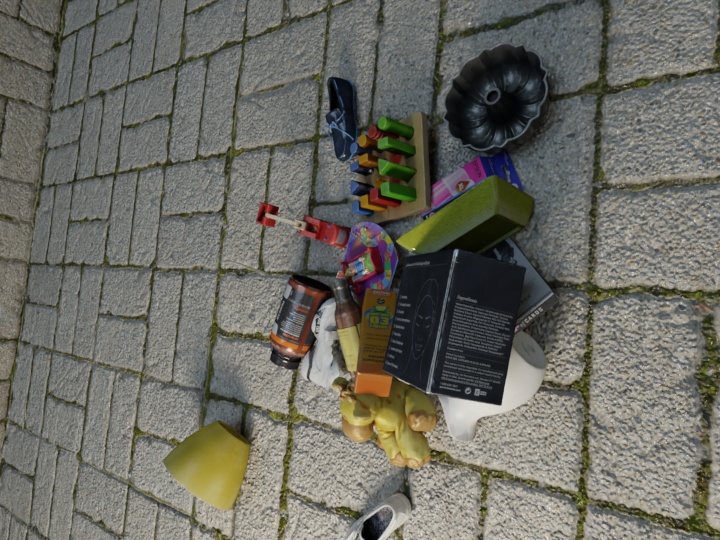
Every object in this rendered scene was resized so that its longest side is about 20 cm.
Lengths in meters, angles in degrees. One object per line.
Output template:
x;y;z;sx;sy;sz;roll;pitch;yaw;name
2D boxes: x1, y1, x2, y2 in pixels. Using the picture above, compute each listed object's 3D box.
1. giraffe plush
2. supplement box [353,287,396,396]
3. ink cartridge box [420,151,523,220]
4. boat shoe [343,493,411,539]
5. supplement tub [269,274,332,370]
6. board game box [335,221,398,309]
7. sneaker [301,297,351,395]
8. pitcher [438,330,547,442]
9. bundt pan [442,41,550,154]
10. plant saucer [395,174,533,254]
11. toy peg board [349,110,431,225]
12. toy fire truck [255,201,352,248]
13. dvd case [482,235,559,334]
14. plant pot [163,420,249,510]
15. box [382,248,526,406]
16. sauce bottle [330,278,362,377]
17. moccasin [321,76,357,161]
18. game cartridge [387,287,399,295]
0.033;0.261;0.968;0.172;0.160;0.204;-20;67;57;giraffe plush
0.030;0.127;0.963;0.202;0.065;0.069;-84;0;-47;supplement box
0.204;-0.148;1.005;0.198;0.037;0.096;-28;66;29;ink cartridge box
0.019;0.517;1.027;0.200;0.068;0.073;-45;60;24;boat shoe
-0.143;0.120;1.187;0.106;0.106;0.203;25;98;37;supplement tub
0.000;0.000;1.105;0.157;0.039;0.203;35;118;41;board game box
-0.054;0.168;1.135;0.114;0.075;0.203;27;105;36;sneaker
0.208;0.172;0.906;0.201;0.120;0.173;-51;56;33;pitcher
0.255;-0.303;0.956;0.200;0.075;0.206;-10;73;36;bundt pan
0.192;-0.069;0.898;0.199;0.199;0.048;-34;68;29;plant saucer
0.037;-0.210;1.078;0.198;0.097;0.204;-12;75;48;toy peg board
-0.126;-0.101;1.184;0.198;0.140;0.050;19;95;38;toy fire truck
0.231;0.037;0.886;0.150;0.025;0.201;-43;27;17;dvd case
-0.351;0.453;1.266;0.198;0.200;0.143;25;72;37;plant pot
0.135;0.081;0.802;0.200;0.122;0.200;175;106;-75;box
-0.017;0.118;1.090;0.065;0.066;0.203;-14;89;35;sauce bottle
-0.055;-0.348;1.205;0.080;0.067;0.203;-24;65;46;moccasin
0.106;0.103;1.000;0.199;0.038;0.132;3;90;63;game cartridge
